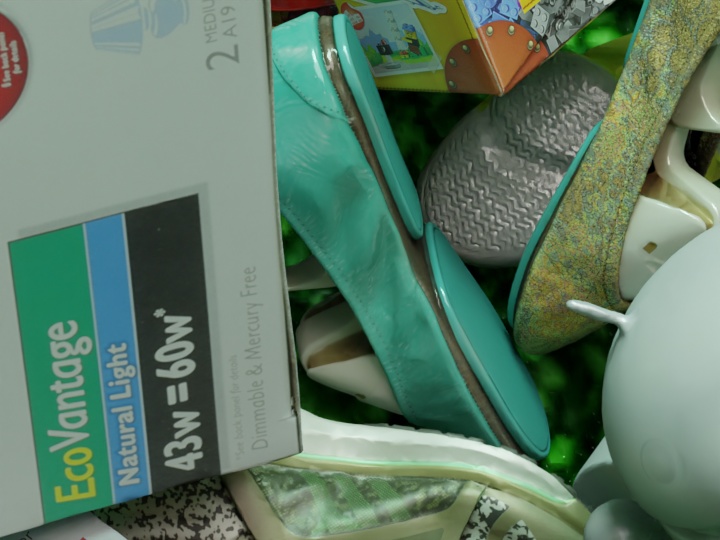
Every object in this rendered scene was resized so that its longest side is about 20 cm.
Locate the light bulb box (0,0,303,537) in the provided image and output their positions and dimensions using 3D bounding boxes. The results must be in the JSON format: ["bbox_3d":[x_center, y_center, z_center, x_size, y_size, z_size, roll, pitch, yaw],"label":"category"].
[{"bbox_3d":[-0.111,-0.056,0.817,0.125,0.198,0.200,-14,36,-17],"label":"light bulb box"}]

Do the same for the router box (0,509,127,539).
[{"bbox_3d":[-0.094,0.186,0.760,0.179,0.049,0.200,35,67,25],"label":"router box"}]

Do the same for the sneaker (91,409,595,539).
[{"bbox_3d":[-0.009,0.098,0.880,0.200,0.077,0.089,14,67,2],"label":"sneaker"}]

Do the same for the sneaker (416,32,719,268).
[{"bbox_3d":[0.116,-0.058,1.007,0.200,0.105,0.076,-28,84,3],"label":"sneaker"}]

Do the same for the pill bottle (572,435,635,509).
[{"bbox_3d":[0.161,0.032,0.933,0.111,0.111,0.200,37,57,8],"label":"pill bottle"}]

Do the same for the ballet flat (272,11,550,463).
[{"bbox_3d":[0.000,0.000,0.902,0.070,0.200,0.067,-20,33,13],"label":"ballet flat"}]

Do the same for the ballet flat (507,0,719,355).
[{"bbox_3d":[0.113,-0.047,0.900,0.071,0.200,0.071,20,18,-7],"label":"ballet flat"}]

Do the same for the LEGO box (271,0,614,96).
[{"bbox_3d":[0.014,-0.135,0.945,0.149,0.200,0.077,-41,120,-32],"label":"LEGO box"}]

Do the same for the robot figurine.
[{"bbox_3d":[0.151,0.059,0.792,0.200,0.170,0.113,45,21,-23],"label":"robot figurine"}]
